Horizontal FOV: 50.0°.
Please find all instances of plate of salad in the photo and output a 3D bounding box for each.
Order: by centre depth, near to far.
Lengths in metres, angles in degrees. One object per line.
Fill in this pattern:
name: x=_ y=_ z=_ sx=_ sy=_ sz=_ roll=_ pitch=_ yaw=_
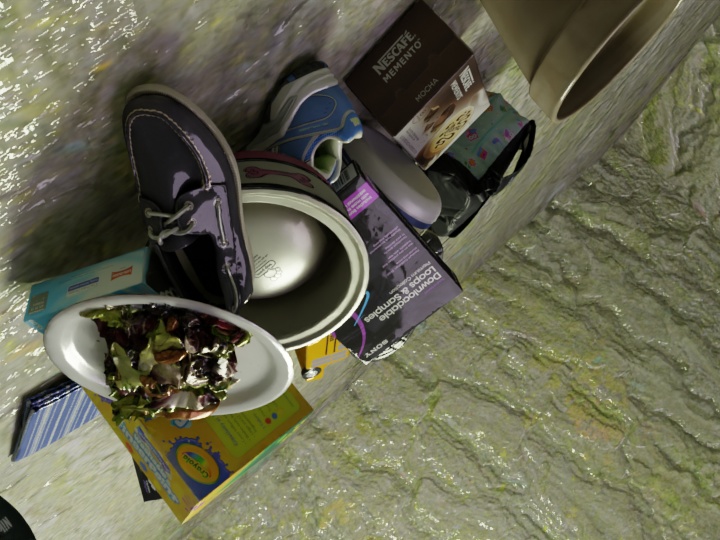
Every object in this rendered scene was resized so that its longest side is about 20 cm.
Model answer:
plate of salad: x=-0.151 y=0.082 z=0.611 sx=0.201 sy=0.196 sz=0.049 roll=121 pitch=-23 yaw=-52

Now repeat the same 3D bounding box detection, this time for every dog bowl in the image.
dog bowl: x=-0.092 y=-0.018 z=0.687 sx=0.195 sy=0.075 sz=0.203 roll=-5 pitch=134 yaw=-5

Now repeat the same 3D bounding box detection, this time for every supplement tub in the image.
supplement tub: x=-0.019 y=-0.048 z=0.878 sx=0.200 sy=0.145 sz=0.145 roll=-47 pitch=168 yaw=20

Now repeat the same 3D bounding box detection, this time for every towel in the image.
towel: x=-0.300 y=0.135 z=0.881 sx=0.199 sy=0.024 sz=0.145 roll=-31 pitch=165 yaw=-43

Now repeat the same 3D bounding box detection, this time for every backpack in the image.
backpack: x=0.155 y=-0.162 z=1.083 sx=0.201 sy=0.126 sz=0.167 roll=-50 pitch=-177 yaw=-24

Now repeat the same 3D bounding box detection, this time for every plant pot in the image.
plant pot: x=0.200 y=-0.278 z=0.752 sx=0.199 sy=0.174 sz=0.200 roll=-41 pitch=169 yaw=-10

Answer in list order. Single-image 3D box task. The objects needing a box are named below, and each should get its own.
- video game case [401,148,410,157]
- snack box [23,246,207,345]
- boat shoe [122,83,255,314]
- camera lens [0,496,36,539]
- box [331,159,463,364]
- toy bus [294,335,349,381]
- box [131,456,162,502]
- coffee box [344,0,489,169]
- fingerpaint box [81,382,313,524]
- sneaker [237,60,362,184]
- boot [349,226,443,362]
video game case: x=0.013 y=-0.065 z=1.078 sx=0.182 sy=0.023 sz=0.202 roll=-51 pitch=169 yaw=-42
snack box: x=-0.173 y=0.061 z=0.665 sx=0.114 sy=0.038 sz=0.201 roll=-16 pitch=143 yaw=17
boat shoe: x=-0.123 y=-0.037 z=0.563 sx=0.063 sy=0.071 sz=0.202 roll=-82 pitch=165 yaw=-45
camera lens: x=-0.421 y=0.317 z=0.741 sx=0.200 sy=0.160 sz=0.160 roll=-42 pitch=168 yaw=-5
box: x=0.000 y=0.000 z=0.804 sx=0.142 sy=0.036 sz=0.200 roll=-37 pitch=128 yaw=13
toy bus: x=-0.054 y=0.075 z=1.052 sx=0.077 sy=0.066 sz=0.201 roll=-17 pitch=150 yaw=-15
box: x=-0.219 y=0.223 z=1.090 sx=0.113 sy=0.135 sz=0.199 roll=-16 pitch=180 yaw=24
coffee box: x=0.069 y=-0.191 z=0.837 sx=0.113 sy=0.080 sz=0.200 roll=-44 pitch=169 yaw=8
fingerpaint box: x=-0.177 y=0.127 z=0.814 sx=0.166 sy=0.201 sz=0.074 roll=-33 pitch=168 yaw=-42
sneaker: x=-0.068 y=-0.094 z=0.718 sx=0.075 sy=0.077 sz=0.201 roll=-33 pitch=167 yaw=-45
boot: x=0.042 y=0.003 z=1.009 sx=0.155 sy=0.072 sz=0.206 roll=-94 pitch=-153 yaw=-57
